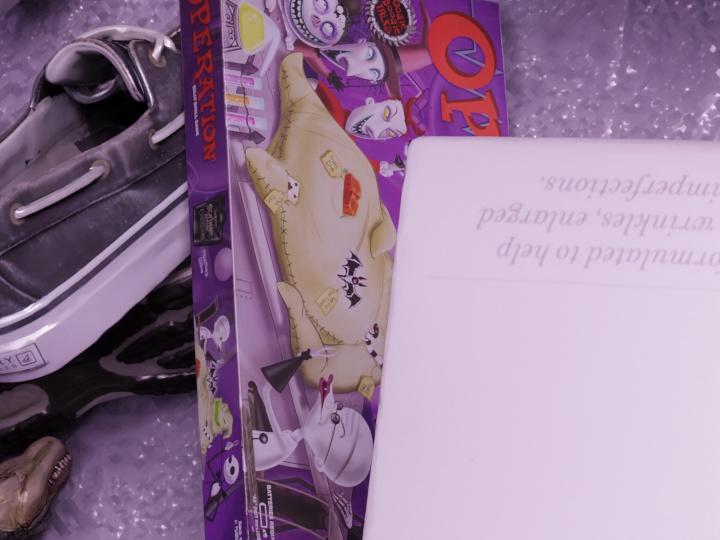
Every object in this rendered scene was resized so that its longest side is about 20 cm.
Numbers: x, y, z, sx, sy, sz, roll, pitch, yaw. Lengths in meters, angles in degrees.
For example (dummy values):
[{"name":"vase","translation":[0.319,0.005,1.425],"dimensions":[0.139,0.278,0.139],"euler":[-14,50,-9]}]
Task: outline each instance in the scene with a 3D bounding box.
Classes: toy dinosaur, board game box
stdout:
[{"name":"toy dinosaur","translation":[-0.179,0.071,0.974],"dimensions":[0.048,0.199,0.088],"euler":[61,145,40]},{"name":"board game box","translation":[0.000,0.000,0.964],"dimensions":[0.032,0.120,0.201],"euler":[-20,69,47]}]

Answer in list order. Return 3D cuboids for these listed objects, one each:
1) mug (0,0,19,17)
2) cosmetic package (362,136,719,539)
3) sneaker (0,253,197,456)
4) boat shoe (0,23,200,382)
[{"name":"mug","translation":[-0.119,-0.207,1.048],"dimensions":[0.153,0.149,0.187],"euler":[-33,74,4]},{"name":"cosmetic package","translation":[0.113,0.064,0.854],"dimensions":[0.164,0.200,0.166],"euler":[2,78,22]},{"name":"sneaker","translation":[-0.088,-0.003,1.027],"dimensions":[0.199,0.077,0.089],"euler":[-16,59,14]},{"name":"boat shoe","translation":[-0.074,-0.047,0.972],"dimensions":[0.072,0.071,0.200],"euler":[-2,34,33]}]
